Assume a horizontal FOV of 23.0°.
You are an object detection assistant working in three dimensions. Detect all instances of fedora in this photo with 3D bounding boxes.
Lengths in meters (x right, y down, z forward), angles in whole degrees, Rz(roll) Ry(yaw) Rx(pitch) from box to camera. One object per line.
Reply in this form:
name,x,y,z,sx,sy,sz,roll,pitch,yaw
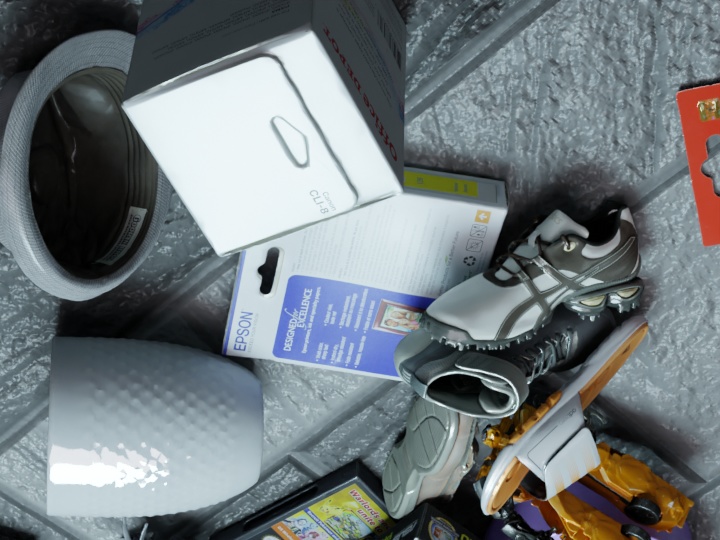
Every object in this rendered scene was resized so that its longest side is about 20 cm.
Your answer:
fedora,-0.223,-0.082,1.317,0.090,0.176,0.201,11,116,36

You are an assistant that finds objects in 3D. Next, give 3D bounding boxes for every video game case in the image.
video game case,-0.014,0.281,1.673,0.180,0.026,0.200,-30,122,24

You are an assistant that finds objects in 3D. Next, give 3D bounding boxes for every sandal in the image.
sandal,0.177,0.125,1.427,0.207,0.059,0.079,-48,160,-7

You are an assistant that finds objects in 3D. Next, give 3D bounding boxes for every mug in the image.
mug,-0.176,0.140,1.499,0.174,0.149,0.200,2,160,-9

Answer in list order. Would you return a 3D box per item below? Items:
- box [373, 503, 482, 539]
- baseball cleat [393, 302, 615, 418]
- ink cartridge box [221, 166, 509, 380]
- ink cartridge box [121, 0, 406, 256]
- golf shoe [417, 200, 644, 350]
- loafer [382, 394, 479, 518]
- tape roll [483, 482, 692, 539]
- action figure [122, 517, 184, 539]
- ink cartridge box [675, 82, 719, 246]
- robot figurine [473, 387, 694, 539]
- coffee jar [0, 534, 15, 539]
box,0.060,0.309,1.614,0.160,0.044,0.200,36,133,-14
baseball cleat,0.128,0.077,1.411,0.199,0.107,0.070,-11,121,-19
ink cartridge box,0.000,0.000,1.429,0.198,0.047,0.199,10,130,-6
ink cartridge box,-0.060,-0.140,1.212,0.144,0.201,0.146,-19,126,17
golf shoe,0.131,-0.001,1.382,0.199,0.078,0.095,-17,121,-27
loafer,0.071,0.153,1.530,0.062,0.072,0.200,-3,150,-18
tape roll,0.212,0.283,1.644,0.198,0.066,0.201,1,129,1
action figure,-0.168,0.314,1.650,0.118,0.102,0.200,1,143,43
ink cartridge box,0.354,-0.082,1.349,0.199,0.057,0.163,-14,128,7
robot figurine,0.183,0.192,1.515,0.199,0.146,0.058,33,148,-8
coffee jar,-0.375,0.333,1.685,0.104,0.086,0.201,20,128,-12
